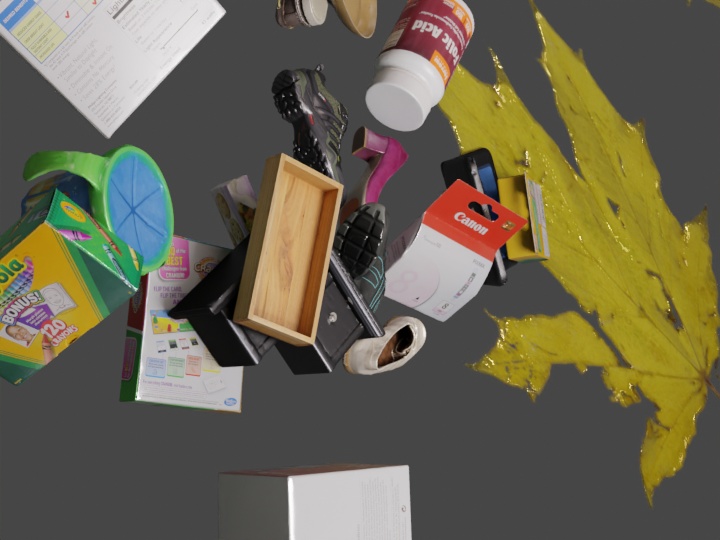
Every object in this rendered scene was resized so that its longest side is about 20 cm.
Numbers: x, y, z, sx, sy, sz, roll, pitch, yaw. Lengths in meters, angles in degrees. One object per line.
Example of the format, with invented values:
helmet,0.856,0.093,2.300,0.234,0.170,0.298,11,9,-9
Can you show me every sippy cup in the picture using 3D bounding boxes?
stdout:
sippy cup,-0.293,-0.058,1.133,0.140,0.128,0.180,-55,134,-62

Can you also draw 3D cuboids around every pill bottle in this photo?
pill bottle,0.087,-0.314,1.550,0.114,0.113,0.202,43,57,-29

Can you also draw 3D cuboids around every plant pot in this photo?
plant pot,-0.020,-0.431,1.480,0.200,0.027,0.204,-8,90,-73

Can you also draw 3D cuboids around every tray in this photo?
tray,-0.083,-0.023,1.219,0.098,0.037,0.203,24,68,-37

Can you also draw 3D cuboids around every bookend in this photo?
bookend,-0.097,0.064,1.280,0.200,0.091,0.200,-46,115,-36

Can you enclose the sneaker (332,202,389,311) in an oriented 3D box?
sneaker,0.000,0.000,1.422,0.079,0.075,0.203,-9,123,-54

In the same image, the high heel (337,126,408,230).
high heel,0.024,-0.104,1.495,0.095,0.067,0.203,23,58,-33

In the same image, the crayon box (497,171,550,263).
crayon box,0.259,-0.081,1.654,0.200,0.051,0.128,8,74,-74

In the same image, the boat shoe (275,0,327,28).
boat shoe,-0.074,-0.407,1.444,0.072,0.059,0.202,61,28,-43

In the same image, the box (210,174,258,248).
box,-0.133,-0.023,1.351,0.039,0.041,0.203,-32,106,-40

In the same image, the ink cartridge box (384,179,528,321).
ink cartridge box,0.128,-0.021,1.493,0.161,0.199,0.058,25,39,-37

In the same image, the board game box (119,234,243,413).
board game box,-0.209,0.066,1.266,0.152,0.040,0.204,14,74,-41

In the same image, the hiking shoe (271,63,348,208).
hiking shoe,-0.045,-0.187,1.434,0.100,0.075,0.203,-23,98,-39

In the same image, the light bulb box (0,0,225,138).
light bulb box,-0.293,-0.292,1.142,0.199,0.125,0.200,-47,118,-6

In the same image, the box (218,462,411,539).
box,-0.056,0.300,1.295,0.198,0.151,0.108,5,81,-42

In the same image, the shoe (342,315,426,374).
shoe,0.048,0.109,1.469,0.199,0.053,0.071,-18,104,-56

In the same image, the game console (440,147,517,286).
game console,0.210,-0.090,1.634,0.115,0.176,0.203,-18,96,-14

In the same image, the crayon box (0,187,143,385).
crayon box,-0.331,0.021,1.056,0.119,0.199,0.059,41,28,-30
